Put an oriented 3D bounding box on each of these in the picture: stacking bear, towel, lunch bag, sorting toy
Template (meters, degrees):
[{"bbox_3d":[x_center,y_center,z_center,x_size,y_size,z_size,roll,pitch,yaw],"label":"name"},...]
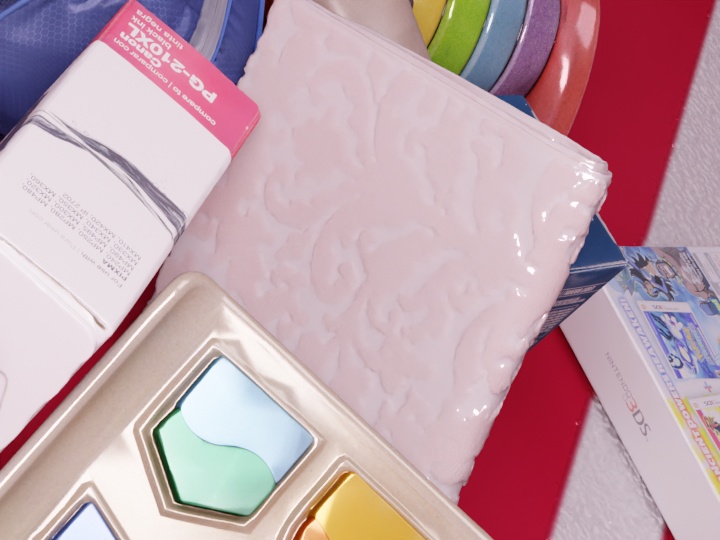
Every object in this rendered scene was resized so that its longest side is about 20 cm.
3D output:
[{"bbox_3d":[0.024,-0.149,1.597,0.199,0.114,0.122,16,21,-25],"label":"stacking bear"},{"bbox_3d":[0.000,0.000,1.285,0.191,0.201,0.032,33,18,30],"label":"towel"},{"bbox_3d":[-0.124,-0.139,1.387,0.132,0.135,0.201,46,31,-32],"label":"lunch bag"},{"bbox_3d":[-0.058,0.130,1.179,0.200,0.036,0.185,44,78,-9],"label":"sorting toy"}]

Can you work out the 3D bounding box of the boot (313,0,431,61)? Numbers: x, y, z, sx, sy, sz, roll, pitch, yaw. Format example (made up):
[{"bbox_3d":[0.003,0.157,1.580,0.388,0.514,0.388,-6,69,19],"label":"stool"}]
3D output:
[{"bbox_3d":[-0.017,-0.147,1.387,0.200,0.070,0.147,-89,157,-50],"label":"boot"}]

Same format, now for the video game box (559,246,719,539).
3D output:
[{"bbox_3d":[0.212,0.077,1.631,0.182,0.047,0.201,2,54,-50],"label":"video game box"}]

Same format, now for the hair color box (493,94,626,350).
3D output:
[{"bbox_3d":[0.021,0.016,1.337,0.060,0.200,0.100,-6,60,-52],"label":"hair color box"}]

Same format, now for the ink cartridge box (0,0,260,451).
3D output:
[{"bbox_3d":[-0.142,-0.007,1.226,0.084,0.145,0.200,41,34,-7],"label":"ink cartridge box"}]
